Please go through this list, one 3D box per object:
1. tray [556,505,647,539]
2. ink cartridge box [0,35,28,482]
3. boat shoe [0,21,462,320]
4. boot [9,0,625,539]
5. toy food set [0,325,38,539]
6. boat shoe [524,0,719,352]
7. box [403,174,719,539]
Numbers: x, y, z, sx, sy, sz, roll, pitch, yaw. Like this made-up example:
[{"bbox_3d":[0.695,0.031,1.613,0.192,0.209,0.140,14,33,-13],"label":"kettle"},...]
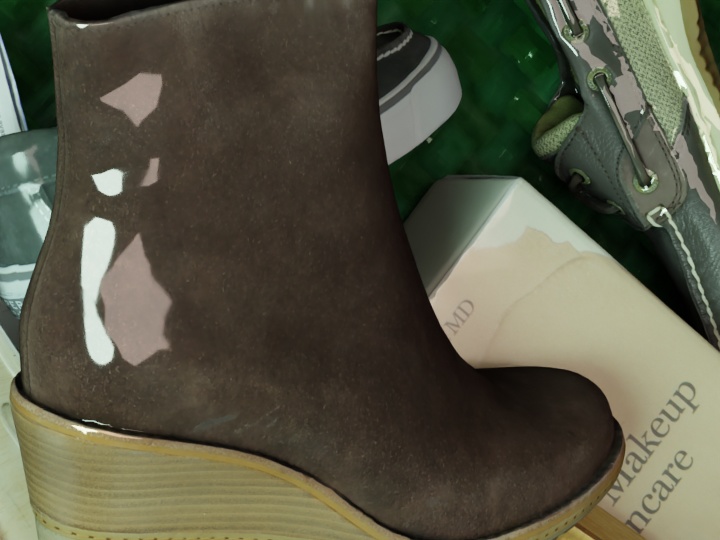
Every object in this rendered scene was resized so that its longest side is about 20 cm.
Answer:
[{"bbox_3d":[0.036,0.169,0.830,0.099,0.037,0.200,35,104,-13],"label":"tray"},{"bbox_3d":[-0.161,0.007,0.786,0.200,0.076,0.136,-15,96,-17],"label":"ink cartridge box"},{"bbox_3d":[-0.038,-0.044,0.795,0.200,0.069,0.057,-34,109,-48],"label":"boat shoe"},{"bbox_3d":[0.000,0.000,0.725,0.200,0.072,0.166,-7,112,-33],"label":"boot"},{"bbox_3d":[-0.156,0.109,0.721,0.200,0.060,0.144,-36,104,-15],"label":"toy food set"},{"bbox_3d":[0.087,-0.052,0.879,0.065,0.073,0.200,-20,99,0],"label":"boat shoe"},{"bbox_3d":[0.083,0.065,0.867,0.200,0.078,0.095,39,80,-15],"label":"box"}]
